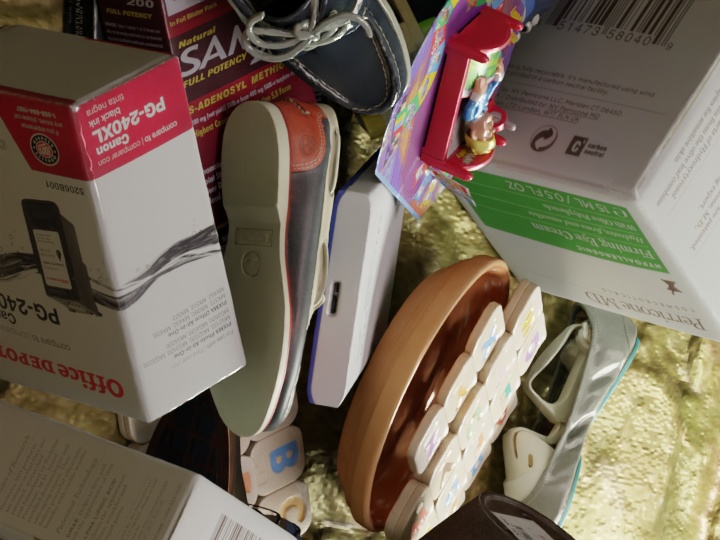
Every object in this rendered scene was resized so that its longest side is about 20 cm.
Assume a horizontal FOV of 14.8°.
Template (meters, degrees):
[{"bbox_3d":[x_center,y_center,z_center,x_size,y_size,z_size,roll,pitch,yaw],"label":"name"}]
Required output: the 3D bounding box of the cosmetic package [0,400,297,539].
[{"bbox_3d":[-0.145,0.141,1.588,0.102,0.200,0.074,39,71,-44],"label":"cosmetic package"}]

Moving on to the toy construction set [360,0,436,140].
[{"bbox_3d":[0.000,-0.183,1.657,0.092,0.131,0.200,-15,146,-12],"label":"toy construction set"}]

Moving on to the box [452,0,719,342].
[{"bbox_3d":[0.192,-0.092,1.886,0.200,0.199,0.171,-56,134,-18],"label":"box"}]

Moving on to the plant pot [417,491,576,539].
[{"bbox_3d":[0.063,0.251,1.800,0.187,0.187,0.200,18,110,-47],"label":"plant pot"}]

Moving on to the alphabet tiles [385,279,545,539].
[{"bbox_3d":[0.073,0.105,1.870,0.200,0.015,0.196,-60,164,-17],"label":"alphabet tiles"}]

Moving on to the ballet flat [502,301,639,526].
[{"bbox_3d":[0.135,0.113,1.991,0.064,0.067,0.200,30,76,-18],"label":"ballet flat"}]

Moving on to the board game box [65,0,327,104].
[{"bbox_3d":[-0.097,-0.117,1.698,0.200,0.028,0.135,-11,108,-45],"label":"board game box"}]

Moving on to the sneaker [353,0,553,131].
[{"bbox_3d":[0.064,-0.149,1.834,0.200,0.081,0.147,-10,116,-49],"label":"sneaker"}]

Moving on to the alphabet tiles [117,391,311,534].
[{"bbox_3d":[-0.105,0.150,1.770,0.196,0.015,0.200,-25,117,-41],"label":"alphabet tiles"}]

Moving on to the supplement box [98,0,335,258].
[{"bbox_3d":[-0.084,-0.103,1.649,0.109,0.061,0.200,-31,120,-38],"label":"supplement box"}]

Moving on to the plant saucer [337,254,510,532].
[{"bbox_3d":[0.038,0.077,1.835,0.200,0.037,0.200,-57,163,-27],"label":"plant saucer"}]

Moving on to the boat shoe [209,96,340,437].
[{"bbox_3d":[-0.047,-0.002,1.622,0.063,0.071,0.200,-3,98,-48],"label":"boat shoe"}]

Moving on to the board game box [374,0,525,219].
[{"bbox_3d":[0.074,-0.107,1.718,0.158,0.039,0.200,-63,164,-5],"label":"board game box"}]

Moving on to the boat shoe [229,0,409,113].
[{"bbox_3d":[-0.038,-0.159,1.561,0.200,0.075,0.062,56,15,-29],"label":"boat shoe"}]

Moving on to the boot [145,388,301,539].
[{"bbox_3d":[-0.085,0.153,1.739,0.097,0.075,0.200,-19,123,-51],"label":"boot"}]

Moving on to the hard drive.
[{"bbox_3d":[0.000,0.000,1.745,0.200,0.025,0.132,-53,151,-78],"label":"hard drive"}]

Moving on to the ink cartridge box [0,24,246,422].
[{"bbox_3d":[-0.159,-0.026,1.570,0.083,0.145,0.200,-32,122,-38],"label":"ink cartridge box"}]
